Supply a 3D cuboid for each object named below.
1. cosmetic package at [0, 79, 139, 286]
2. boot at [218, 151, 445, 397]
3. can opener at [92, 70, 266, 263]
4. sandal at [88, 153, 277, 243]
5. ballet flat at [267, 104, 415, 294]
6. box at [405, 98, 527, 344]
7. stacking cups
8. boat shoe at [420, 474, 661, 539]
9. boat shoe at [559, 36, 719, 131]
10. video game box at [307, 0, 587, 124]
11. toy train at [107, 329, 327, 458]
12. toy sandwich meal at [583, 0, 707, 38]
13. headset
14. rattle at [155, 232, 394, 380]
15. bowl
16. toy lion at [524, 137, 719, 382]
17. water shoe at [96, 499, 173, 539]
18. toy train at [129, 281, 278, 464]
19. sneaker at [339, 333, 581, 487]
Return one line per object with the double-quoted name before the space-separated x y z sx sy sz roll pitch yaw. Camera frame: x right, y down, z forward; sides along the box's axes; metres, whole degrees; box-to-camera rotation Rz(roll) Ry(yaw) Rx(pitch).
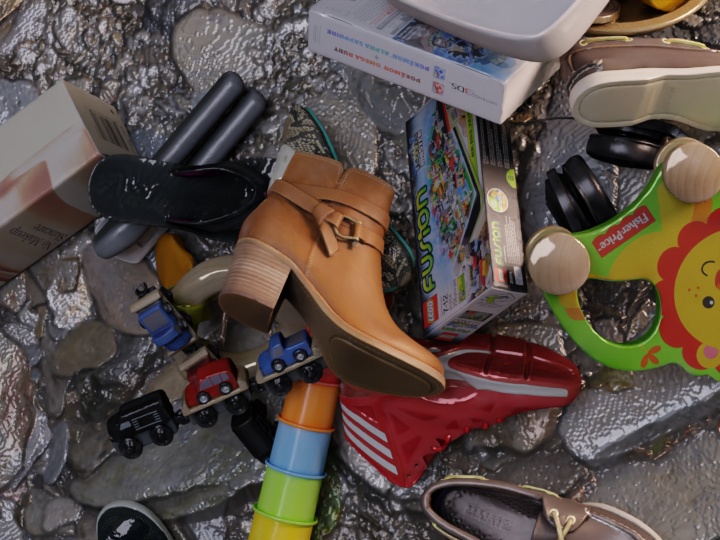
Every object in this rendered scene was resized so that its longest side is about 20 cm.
"cosmetic package" -0.304 -0.071 1.725 0.199 0.103 0.088 -34 70 14
"boot" 0.000 0.000 1.519 0.199 0.074 0.155 29 59 -5
"can opener" -0.158 -0.085 1.692 0.053 0.066 0.200 39 93 -23
"sandal" -0.134 -0.061 1.644 0.198 0.048 0.076 1 90 -9
"ballet flat" -0.032 -0.056 1.603 0.075 0.068 0.201 -24 62 -20
"box" 0.084 -0.054 1.552 0.110 0.034 0.202 -40 47 52
"stacking cups" -0.054 0.146 1.598 0.060 0.060 0.202 12 95 22
"boat shoe" 0.143 0.208 1.519 0.199 0.059 0.072 16 87 23
"boat shoe" 0.251 -0.151 1.504 0.198 0.072 0.060 -2 52 -17
"video game box" 0.085 -0.208 1.558 0.181 0.200 0.047 22 131 24
"toy train" -0.114 0.095 1.550 0.199 0.034 0.046 -23 111 7
"toy sandwich meal" 0.201 -0.266 1.535 0.203 0.071 0.206 0 45 0
"headset" 0.197 -0.083 1.561 0.200 0.094 0.124 39 94 7
"rattle" -0.074 0.016 1.661 0.198 0.143 0.131 -18 108 2
"bowl" 0.127 -0.250 1.467 0.199 0.075 0.200 26 74 37
"toy lion" 0.253 0.010 1.489 0.199 0.069 0.192 -33 95 4
"water shoe" -0.187 0.289 1.633 0.071 0.079 0.201 -24 73 16
"toy train" -0.126 0.089 1.596 0.034 0.046 0.200 -30 116 17
"sneaker" 0.080 0.118 1.576 0.198 0.078 0.117 6 114 10
